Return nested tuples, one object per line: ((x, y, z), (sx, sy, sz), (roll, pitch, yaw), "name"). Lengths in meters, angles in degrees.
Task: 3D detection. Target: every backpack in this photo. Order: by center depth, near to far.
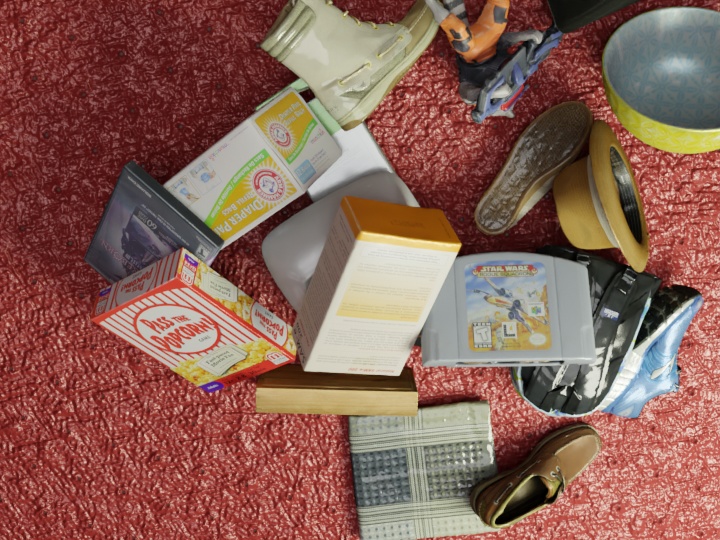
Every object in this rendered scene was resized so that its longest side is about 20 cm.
((0.265, 0.086, 1.207), (0.163, 0.154, 0.200), (14, 81, -6), "backpack")

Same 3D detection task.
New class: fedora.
((0.282, -0.081, 1.146), (0.082, 0.201, 0.201), (-16, 104, 25), "fedora")

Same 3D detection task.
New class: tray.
((-0.030, 0.151, 1.228), (0.200, 0.099, 0.037), (2, 102, -2), "tray")

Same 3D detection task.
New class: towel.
((0.088, 0.272, 1.298), (0.200, 0.035, 0.193), (-6, 100, 3), "towel")

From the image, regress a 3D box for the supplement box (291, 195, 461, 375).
((0.013, 0.022, 1.085), (0.126, 0.074, 0.200), (7, 125, -25), "supplement box")

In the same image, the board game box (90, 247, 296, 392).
((-0.197, 0.066, 1.160), (0.151, 0.046, 0.200), (-24, 133, 32), "board game box")

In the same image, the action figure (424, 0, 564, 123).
((0.158, -0.274, 1.135), (0.200, 0.105, 0.194), (-40, 130, -29), "action figure")

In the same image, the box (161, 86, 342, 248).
((-0.138, -0.108, 1.119), (0.200, 0.113, 0.101), (-30, 103, 35), "box")

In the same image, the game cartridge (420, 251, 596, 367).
((0.168, 0.045, 1.115), (0.200, 0.042, 0.133), (-1, 76, 0), "game cartridge")

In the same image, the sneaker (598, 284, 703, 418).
((0.382, 0.108, 1.245), (0.089, 0.079, 0.200), (26, 110, -14), "sneaker")

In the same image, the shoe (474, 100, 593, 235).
((0.213, -0.127, 1.198), (0.070, 0.053, 0.200), (42, 96, 12), "shoe")

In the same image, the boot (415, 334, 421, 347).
((0.130, 0.048, 1.208), (0.200, 0.075, 0.097), (-4, 69, 37), "boot")

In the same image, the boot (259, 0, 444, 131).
((-0.007, -0.282, 1.110), (0.155, 0.072, 0.200), (42, 75, -16), "boot")

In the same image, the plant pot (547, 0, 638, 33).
((0.309, -0.397, 1.043), (0.200, 0.177, 0.200), (-26, 103, -14), "plant pot")

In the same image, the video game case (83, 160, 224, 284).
((-0.253, -0.024, 1.155), (0.143, 0.019, 0.200), (41, 136, 1), "video game case")

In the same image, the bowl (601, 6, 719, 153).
((0.382, -0.206, 1.138), (0.200, 0.200, 0.108), (-9, 146, 1), "bowl")

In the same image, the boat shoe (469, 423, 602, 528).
((0.243, 0.277, 1.261), (0.200, 0.068, 0.072), (-34, 106, -8), "boat shoe")

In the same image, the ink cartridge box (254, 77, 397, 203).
((-0.032, -0.143, 1.180), (0.104, 0.059, 0.200), (-32, 101, 7), "ink cartridge box")

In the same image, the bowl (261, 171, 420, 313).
((0.000, 0.000, 1.162), (0.200, 0.075, 0.200), (-28, 132, 5), "bowl")
